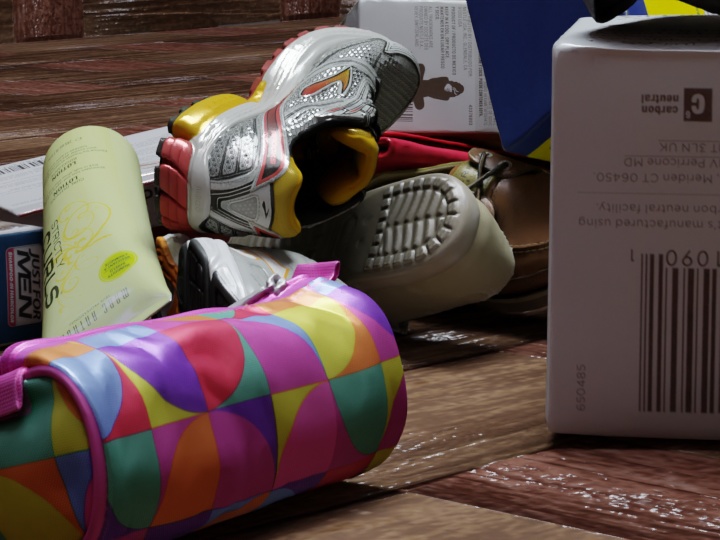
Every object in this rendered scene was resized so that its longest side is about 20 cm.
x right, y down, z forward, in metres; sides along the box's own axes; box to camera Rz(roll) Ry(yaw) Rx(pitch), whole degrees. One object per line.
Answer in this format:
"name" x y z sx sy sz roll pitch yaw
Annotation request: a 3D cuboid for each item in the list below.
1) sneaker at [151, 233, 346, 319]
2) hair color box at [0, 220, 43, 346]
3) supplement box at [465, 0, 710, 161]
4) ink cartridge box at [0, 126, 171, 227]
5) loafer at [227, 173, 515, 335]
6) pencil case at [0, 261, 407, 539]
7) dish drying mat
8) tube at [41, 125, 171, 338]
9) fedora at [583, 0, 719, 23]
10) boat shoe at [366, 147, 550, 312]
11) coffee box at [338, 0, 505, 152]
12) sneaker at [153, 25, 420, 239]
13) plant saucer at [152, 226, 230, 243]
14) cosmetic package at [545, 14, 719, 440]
"sneaker" -0.041 0.018 1.206 0.092 0.076 0.200 1 9 -12
"hair color box" -0.260 0.013 1.296 0.200 0.061 0.100 -9 12 -44
"supplement box" 0.171 -0.115 1.361 0.200 0.110 0.109 11 -37 -35
"ink cartridge box" -0.119 -0.047 1.499 0.200 0.045 0.176 -15 14 -17
"loafer" 0.000 0.000 1.328 0.068 0.076 0.200 37 -24 -31
"pencil case" -0.064 0.052 0.954 0.088 0.088 0.200 4 11 32
"dish drying mat" 0.047 -0.059 1.479 0.077 0.018 0.200 -5 -6 36
"tube" -0.126 -0.009 1.261 0.052 0.058 0.200 7 26 -11
"fedora" 0.172 -0.165 1.103 0.090 0.177 0.200 34 12 16
"boat shoe" 0.065 -0.024 1.352 0.200 0.068 0.072 -10 34 50
"coffee box" 0.089 -0.106 1.506 0.200 0.080 0.114 0 -5 -10
"sneaker" -0.019 -0.060 1.288 0.082 0.078 0.200 15 31 24
"plant saucer" -0.032 -0.026 1.592 0.200 0.037 0.200 -8 11 -33
"cosmetic package" 0.168 -0.025 1.144 0.165 0.165 0.200 1 9 7
